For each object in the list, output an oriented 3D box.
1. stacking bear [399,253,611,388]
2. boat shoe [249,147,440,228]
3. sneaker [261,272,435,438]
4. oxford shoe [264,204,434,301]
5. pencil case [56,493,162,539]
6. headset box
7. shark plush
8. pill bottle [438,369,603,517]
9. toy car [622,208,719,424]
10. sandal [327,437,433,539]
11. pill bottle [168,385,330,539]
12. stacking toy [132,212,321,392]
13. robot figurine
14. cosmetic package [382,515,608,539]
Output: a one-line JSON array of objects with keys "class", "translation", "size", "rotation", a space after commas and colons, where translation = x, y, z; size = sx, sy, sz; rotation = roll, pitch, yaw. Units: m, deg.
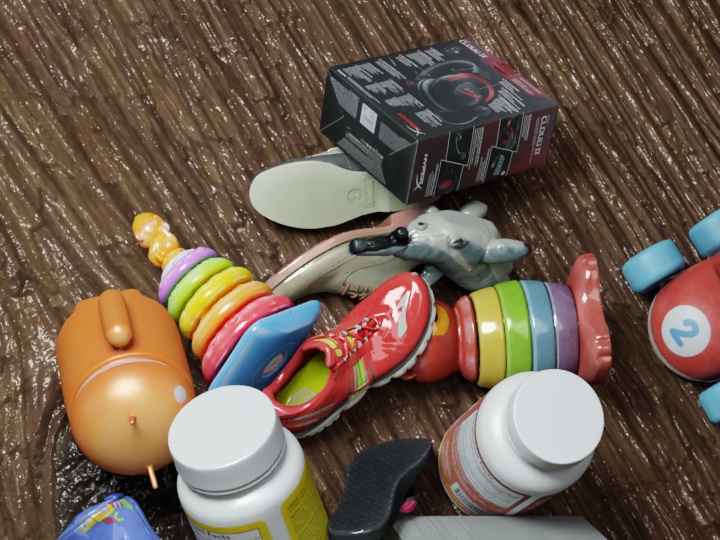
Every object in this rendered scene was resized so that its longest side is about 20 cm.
[{"class": "stacking bear", "translation": [0.128, 0.062, 1.703], "size": [0.198, 0.114, 0.123], "rotation": [-4, 62, -4]}, {"class": "boat shoe", "translation": [-0.016, -0.089, 1.745], "size": [0.198, 0.072, 0.063], "rotation": [-7, 31, -14]}, {"class": "sneaker", "translation": [-0.011, 0.077, 1.637], "size": [0.200, 0.085, 0.077], "rotation": [-45, 65, -2]}, {"class": "oxford shoe", "translation": [0.000, 0.000, 1.713], "size": [0.199, 0.071, 0.074], "rotation": [-22, 83, -19]}, {"class": "pencil case", "translation": [-0.177, 0.284, 1.560], "size": [0.087, 0.078, 0.200], "rotation": [-42, 85, 6]}, {"class": "headset box", "translation": [0.083, -0.151, 1.731], "size": [0.199, 0.076, 0.149], "rotation": [-18, 43, -34]}, {"class": "shark plush", "translation": [0.078, -0.008, 1.690], "size": [0.199, 0.084, 0.091], "rotation": [-4, 37, -48]}, {"class": "pill bottle", "translation": [0.148, 0.157, 1.623], "size": [0.111, 0.200, 0.113], "rotation": [5, 70, -13]}, {"class": "toy car", "translation": [0.385, 0.018, 1.733], "size": [0.176, 0.200, 0.185], "rotation": [-26, 79, -21]}, {"class": "sandal", "translation": [0.018, 0.208, 1.613], "size": [0.074, 0.200, 0.045], "rotation": [-8, 109, 20]}, {"class": "pill bottle", "translation": [-0.092, 0.203, 1.536], "size": [0.113, 0.201, 0.115], "rotation": [-10, 40, 8]}, {"class": "stacking toy", "translation": [-0.146, 0.020, 1.653], "size": [0.200, 0.110, 0.116], "rotation": [45, 31, 16]}, {"class": "robot figurine", "translation": [-0.205, 0.101, 1.572], "size": [0.116, 0.144, 0.201], "rotation": [22, 25, -29]}, {"class": "cosmetic package", "translation": [0.121, 0.283, 1.617], "size": [0.198, 0.090, 0.108], "rotation": [3, 101, -17]}]
